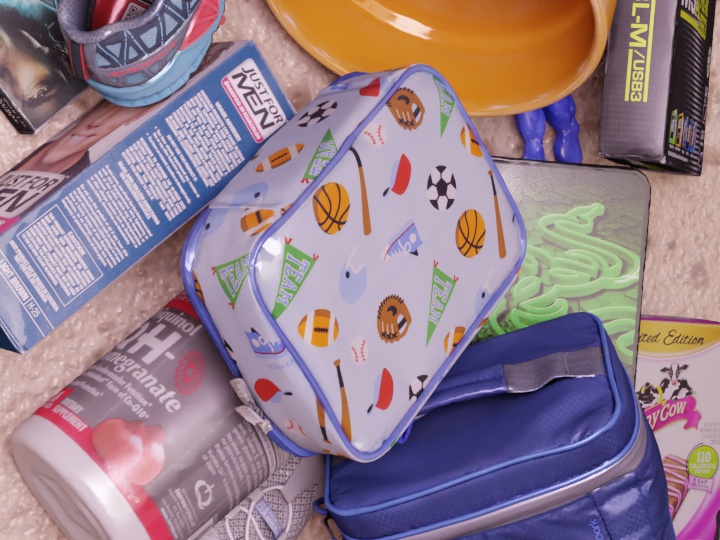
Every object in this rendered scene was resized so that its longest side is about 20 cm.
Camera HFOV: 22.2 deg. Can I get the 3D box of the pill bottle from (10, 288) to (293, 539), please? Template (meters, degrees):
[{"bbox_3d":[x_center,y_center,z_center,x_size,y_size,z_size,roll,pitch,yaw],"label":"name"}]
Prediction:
[{"bbox_3d":[-0.085,0.071,1.011,0.200,0.110,0.111,-40,113,-23],"label":"pill bottle"}]

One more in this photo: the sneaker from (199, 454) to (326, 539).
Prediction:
[{"bbox_3d":[-0.079,0.173,1.038,0.200,0.082,0.075,-49,116,-22],"label":"sneaker"}]

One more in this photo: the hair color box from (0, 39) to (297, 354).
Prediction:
[{"bbox_3d":[-0.137,-0.043,0.976,0.200,0.100,0.061,-41,114,-23],"label":"hair color box"}]

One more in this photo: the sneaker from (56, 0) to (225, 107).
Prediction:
[{"bbox_3d":[-0.090,-0.182,0.913,0.201,0.079,0.095,-69,162,-5],"label":"sneaker"}]

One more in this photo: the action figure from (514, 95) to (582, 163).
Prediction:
[{"bbox_3d":[0.124,-0.115,1.136,0.065,0.099,0.201,-30,106,-27],"label":"action figure"}]

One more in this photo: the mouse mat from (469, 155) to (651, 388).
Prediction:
[{"bbox_3d":[0.074,0.011,1.104,0.198,0.008,0.162,4,92,-7],"label":"mouse mat"}]

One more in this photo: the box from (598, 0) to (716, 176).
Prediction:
[{"bbox_3d":[0.190,-0.159,1.134,0.200,0.047,0.195,1,97,-73],"label":"box"}]

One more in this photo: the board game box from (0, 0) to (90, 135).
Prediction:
[{"bbox_3d":[-0.148,-0.188,1.000,0.200,0.028,0.136,-44,114,-21],"label":"board game box"}]

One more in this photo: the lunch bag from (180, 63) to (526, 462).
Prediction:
[{"bbox_3d":[0.000,0.000,0.962,0.200,0.075,0.161,-49,123,-33],"label":"lunch bag"}]

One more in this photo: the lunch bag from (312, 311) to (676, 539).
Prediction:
[{"bbox_3d":[0.068,0.114,1.040,0.199,0.136,0.133,-19,117,10],"label":"lunch bag"}]

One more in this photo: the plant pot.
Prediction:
[{"bbox_3d":[0.061,-0.221,1.041,0.200,0.199,0.184,36,57,-28],"label":"plant pot"}]

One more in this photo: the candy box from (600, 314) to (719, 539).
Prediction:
[{"bbox_3d":[0.166,0.128,1.175,0.135,0.061,0.202,3,92,-31],"label":"candy box"}]
